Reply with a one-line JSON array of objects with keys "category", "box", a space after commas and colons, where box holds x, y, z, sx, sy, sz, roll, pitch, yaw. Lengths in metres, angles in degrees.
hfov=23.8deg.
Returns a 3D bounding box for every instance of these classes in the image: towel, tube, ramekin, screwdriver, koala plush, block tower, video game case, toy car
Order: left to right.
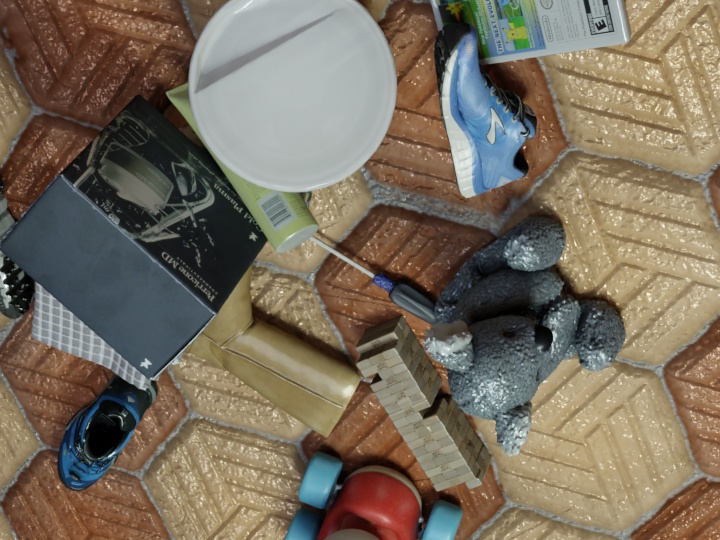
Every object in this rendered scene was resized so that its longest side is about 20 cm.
[{"category": "towel", "box": [-0.277, 0.022, 1.886, 0.165, 0.086, 0.201, 18, 124, 9]}, {"category": "tube", "box": [-0.113, -0.113, 1.716, 0.052, 0.058, 0.201, -37, 79, 25]}, {"category": "ramekin", "box": [-0.064, -0.174, 1.646, 0.201, 0.094, 0.204, 0, 88, 0]}, {"category": "toy car", "box": [-0.008, 0.336, 1.910, 0.184, 0.200, 0.178, 22, 124, 6]}, {"category": "screwdriver", "box": [0.000, 0.000, 1.807, 0.199, 0.029, 0.028, 29, 125, -6]}, {"category": "block tower", "box": [0.067, 0.151, 1.863, 0.058, 0.054, 0.200, -23, 109, 30]}, {"category": "koala plush", "box": [0.142, 0.081, 1.707, 0.183, 0.200, 0.178, -27, 109, 30]}, {"category": "video game case", "box": [0.145, -0.294, 1.592, 0.181, 0.022, 0.201, -6, 118, 22]}]

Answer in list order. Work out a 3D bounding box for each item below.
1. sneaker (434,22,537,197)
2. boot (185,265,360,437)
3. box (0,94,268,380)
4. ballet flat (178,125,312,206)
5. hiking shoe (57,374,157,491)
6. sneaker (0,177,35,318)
[{"category": "sneaker", "box": [0.122, -0.160, 1.643, 0.089, 0.079, 0.200, -11, 136, 7]}, {"category": "boot", "box": [-0.087, 0.074, 1.869, 0.199, 0.066, 0.175, 30, 134, 0]}, {"category": "box", "box": [-0.213, -0.035, 1.682, 0.200, 0.197, 0.124, 42, 124, -8]}, {"category": "ballet flat", "box": [-0.139, -0.120, 1.775, 0.199, 0.072, 0.072, 18, 124, 8]}, {"category": "hiking shoe", "box": [-0.314, 0.198, 2.001, 0.074, 0.087, 0.200, 33, 125, -2]}, {"category": "sneaker", "box": [-0.429, -0.038, 1.917, 0.090, 0.067, 0.201, -4, 114, 24]}]
